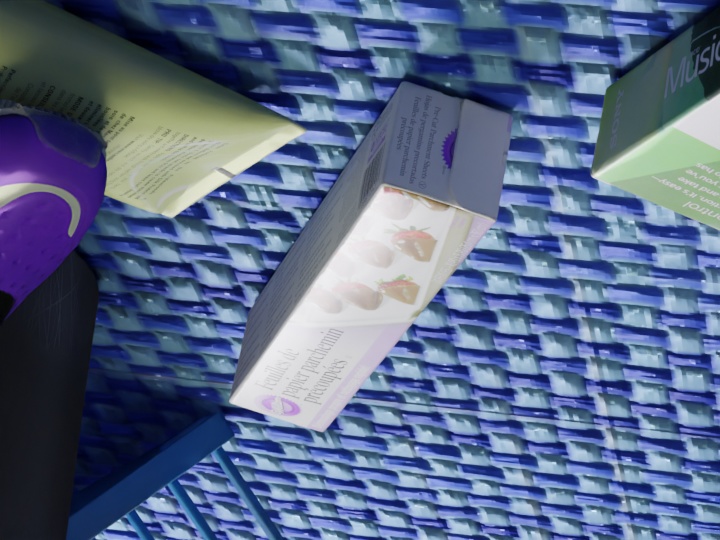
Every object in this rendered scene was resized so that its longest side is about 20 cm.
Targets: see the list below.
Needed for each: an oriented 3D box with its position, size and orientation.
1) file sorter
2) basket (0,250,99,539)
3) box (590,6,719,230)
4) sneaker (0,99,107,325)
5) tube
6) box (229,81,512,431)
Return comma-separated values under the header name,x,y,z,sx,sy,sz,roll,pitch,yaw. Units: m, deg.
name,x,y,z,sx,sy,sz,roll,pitch,yaw
file sorter,-0.118,0.166,1.133,0.123,0.139,0.200,56,145,-1
basket,-0.170,0.082,0.964,0.180,0.201,0.136,-5,150,34
box,0.175,-0.047,0.742,0.144,0.036,0.200,22,151,-19
sneaker,-0.144,0.031,0.838,0.069,0.100,0.200,22,134,-39
tube,-0.119,-0.065,0.827,0.200,0.052,0.058,24,-173,-30
box,0.000,0.000,0.907,0.039,0.042,0.200,17,153,-10
